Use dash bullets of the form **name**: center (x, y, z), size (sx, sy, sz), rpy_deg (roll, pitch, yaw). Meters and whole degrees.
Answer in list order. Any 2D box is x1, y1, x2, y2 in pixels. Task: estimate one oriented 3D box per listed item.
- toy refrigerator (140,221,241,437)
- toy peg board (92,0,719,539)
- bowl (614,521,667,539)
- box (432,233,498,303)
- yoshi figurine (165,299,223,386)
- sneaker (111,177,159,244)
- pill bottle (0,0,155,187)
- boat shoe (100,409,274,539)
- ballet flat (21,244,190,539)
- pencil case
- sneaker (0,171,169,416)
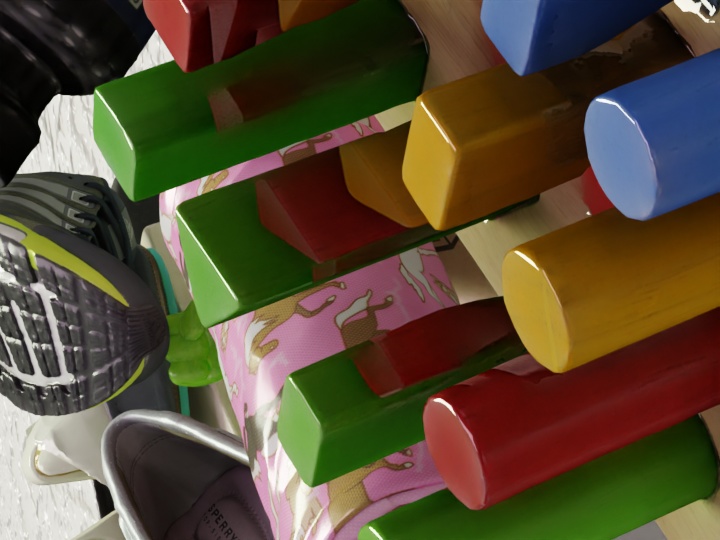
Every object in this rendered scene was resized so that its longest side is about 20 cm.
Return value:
- **toy refrigerator**: center (-0.021, 0.070, 1.059), size (0.070, 0.076, 0.200), rpy_deg (102, 149, -47)
- **toy peg board**: center (0.022, -0.034, 0.588), size (0.200, 0.098, 0.199), rpy_deg (56, 156, 28)
- **bowl**: center (0.106, 0.002, 0.654), size (0.200, 0.075, 0.200), rpy_deg (-16, 95, 68)
- **box**: center (0.014, -0.066, 0.865), size (0.163, 0.021, 0.200), rpy_deg (-11, 91, 42)
- **yoshi figurine**: center (-0.010, -0.003, 0.962), size (0.112, 0.112, 0.200), rpy_deg (-57, 45, 52)
- **sneaker**: center (-0.073, 0.059, 1.208), size (0.108, 0.067, 0.202), rpy_deg (109, 149, -55)
- **pill bottle**: center (-0.108, -0.135, 0.997), size (0.200, 0.112, 0.112), rpy_deg (-57, 19, -10)
- **boat shoe**: center (-0.027, 0.094, 0.835), size (0.065, 0.074, 0.202), rpy_deg (45, 178, -25)
- **ballet flat**: center (-0.090, 0.090, 1.047), size (0.073, 0.073, 0.200), rpy_deg (156, 103, -69)
- **pencil case**: center (0.001, 0.029, 0.777), size (0.200, 0.083, 0.087), rpy_deg (-115, 20, -50)
- **sneaker**: center (-0.113, -0.004, 1.001), size (0.200, 0.081, 0.074), rpy_deg (23, 132, 58)
